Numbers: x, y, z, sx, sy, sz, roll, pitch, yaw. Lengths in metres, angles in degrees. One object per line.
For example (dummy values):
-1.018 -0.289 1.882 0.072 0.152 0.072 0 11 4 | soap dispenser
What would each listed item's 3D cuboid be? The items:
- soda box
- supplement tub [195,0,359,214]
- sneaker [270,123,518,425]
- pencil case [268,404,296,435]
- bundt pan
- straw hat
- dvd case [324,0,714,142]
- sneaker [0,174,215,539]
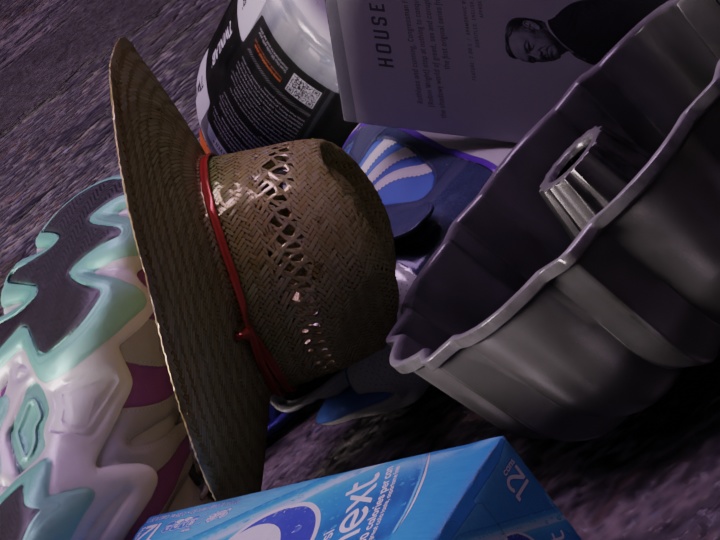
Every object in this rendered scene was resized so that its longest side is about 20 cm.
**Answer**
-0.013 0.117 0.838 0.199 0.068 0.064 -18 26 47 | soda box
-0.013 -0.107 1.224 0.123 0.122 0.200 -49 -2 -30 | supplement tub
0.000 0.000 1.070 0.146 0.081 0.200 -39 23 -16 | sneaker
-0.075 0.022 1.167 0.086 0.078 0.200 -27 17 1 | pencil case
0.103 -0.017 0.884 0.202 0.076 0.202 -47 9 10 | bundt pan
-0.029 -0.003 0.942 0.084 0.202 0.201 -15 21 4 | straw hat
0.073 -0.119 0.981 0.199 0.151 0.025 9 36 27 | dvd case
-0.086 0.074 0.971 0.077 0.140 0.201 -2 65 46 | sneaker
